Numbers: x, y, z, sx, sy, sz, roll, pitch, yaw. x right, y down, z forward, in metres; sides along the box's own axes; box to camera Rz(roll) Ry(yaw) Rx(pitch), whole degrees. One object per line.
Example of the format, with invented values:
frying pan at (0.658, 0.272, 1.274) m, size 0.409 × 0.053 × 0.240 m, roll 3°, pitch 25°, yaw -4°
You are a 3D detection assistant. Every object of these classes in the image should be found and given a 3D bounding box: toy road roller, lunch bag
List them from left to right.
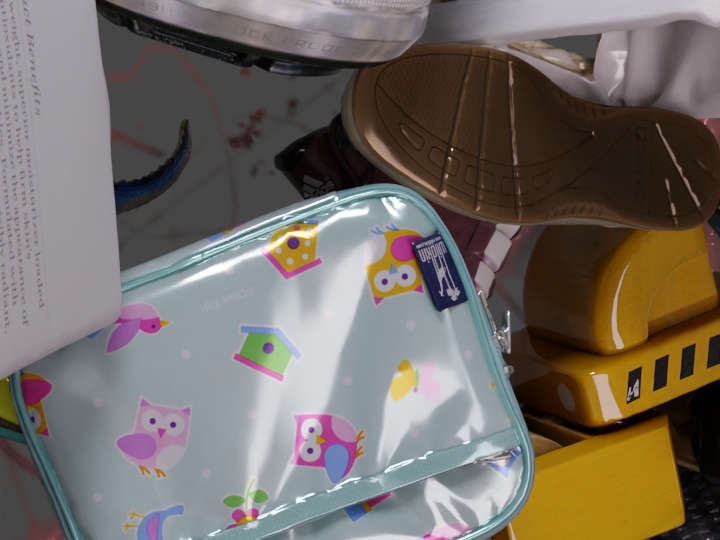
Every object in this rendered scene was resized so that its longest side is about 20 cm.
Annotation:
lunch bag at (-0.031, 0.061, 1.040) m, size 0.200 × 0.077 × 0.160 m, roll -20°, pitch 90°, yaw -3°
toy road roller at (0.106, 0.048, 1.212) m, size 0.200 × 0.123 × 0.146 m, roll -20°, pitch 105°, yaw -21°

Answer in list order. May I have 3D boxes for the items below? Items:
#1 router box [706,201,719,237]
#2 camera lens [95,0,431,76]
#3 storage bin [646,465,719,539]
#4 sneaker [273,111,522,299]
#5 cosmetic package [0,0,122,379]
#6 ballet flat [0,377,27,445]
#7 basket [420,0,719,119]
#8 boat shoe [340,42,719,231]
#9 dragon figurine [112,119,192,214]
router box at (0.285, -0.018, 1.310) m, size 0.150 × 0.062 × 0.200 m, roll -47°, pitch 124°, yaw -5°
camera lens at (-0.032, -0.187, 1.007) m, size 0.160 × 0.160 × 0.200 m, roll 7°, pitch 107°, yaw -31°
storage bin at (0.201, 0.165, 1.291) m, size 0.200 × 0.094 × 0.135 m, roll -17°, pitch 121°, yaw -1°
sneaker at (0.000, 0.000, 1.132) m, size 0.116 × 0.076 × 0.200 m, roll 34°, pitch 54°, yaw -24°
cosmetic package at (-0.196, -0.043, 0.896) m, size 0.165 × 0.200 × 0.165 m, roll -2°, pitch 97°, yaw 14°
ballet flat at (-0.084, 0.071, 1.117) m, size 0.200 × 0.067 × 0.067 m, roll 25°, pitch 82°, yaw -7°
basket at (0.139, -0.140, 1.089) m, size 0.136 × 0.200 × 0.123 m, roll 15°, pitch 83°, yaw -32°
boat shoe at (0.066, -0.053, 1.117) m, size 0.200 × 0.065 × 0.072 m, roll 9°, pitch 85°, yaw -36°
dragon figurine at (-0.158, -0.026, 1.067) m, size 0.200 × 0.059 × 0.099 m, roll -34°, pitch 123°, yaw -11°
